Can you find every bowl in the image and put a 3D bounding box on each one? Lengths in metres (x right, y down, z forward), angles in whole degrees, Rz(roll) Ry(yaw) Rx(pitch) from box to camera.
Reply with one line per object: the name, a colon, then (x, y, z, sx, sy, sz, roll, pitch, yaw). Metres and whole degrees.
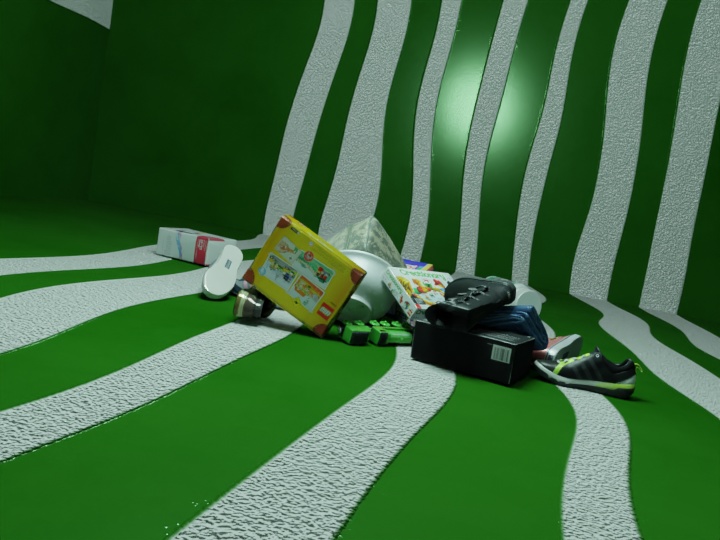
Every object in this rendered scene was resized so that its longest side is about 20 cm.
bowl: (-0.013, 0.056, 1.620, 0.197, 0.091, 0.203, 9, -39, 7)

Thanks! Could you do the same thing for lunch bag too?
lunch bag: (0.000, 0.000, 1.732, 0.165, 0.141, 0.201, -18, -52, 28)

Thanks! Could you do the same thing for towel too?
towel: (0.274, 0.124, 1.496, 0.198, 0.049, 0.112, -8, -51, 41)

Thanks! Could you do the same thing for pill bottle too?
pill bottle: (0.436, 0.088, 2.175, 0.111, 0.116, 0.199, 7, 6, -25)

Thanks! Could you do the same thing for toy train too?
toy train: (0.041, 0.127, 1.484, 0.197, 0.043, 0.056, 6, 17, -38)

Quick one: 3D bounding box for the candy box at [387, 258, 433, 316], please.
candy box: (0.068, 0.035, 1.933, 0.197, 0.078, 0.168, 14, 34, 34)

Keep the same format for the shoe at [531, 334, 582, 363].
shoe: (0.402, 0.164, 1.574, 0.090, 0.073, 0.199, 20, 15, 32)

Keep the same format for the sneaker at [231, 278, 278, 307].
sneaker: (-0.229, 0.030, 1.727, 0.197, 0.084, 0.070, 13, 8, 32)

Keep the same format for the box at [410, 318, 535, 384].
box: (0.213, 0.146, 1.400, 0.197, 0.081, 0.140, 12, 8, 27)

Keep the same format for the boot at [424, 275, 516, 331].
boot: (0.185, 0.067, 1.411, 0.163, 0.067, 0.199, -8, 11, 40)

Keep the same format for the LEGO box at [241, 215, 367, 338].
LEGO box: (-0.108, 0.009, 1.458, 0.199, 0.150, 0.077, 36, 8, 3)

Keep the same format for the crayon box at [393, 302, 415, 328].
crayon box: (0.203, 0.120, 1.727, 0.170, 0.060, 0.199, 6, 7, -33)

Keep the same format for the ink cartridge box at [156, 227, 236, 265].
ink cartridge box: (-0.498, -0.072, 2.246, 0.197, 0.087, 0.147, 14, 7, 25)

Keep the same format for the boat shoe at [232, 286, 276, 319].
boat shoe: (-0.204, 0.067, 1.516, 0.065, 0.073, 0.201, 21, 7, 6)

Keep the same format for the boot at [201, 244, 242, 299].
boot: (-0.332, 0.026, 1.717, 0.072, 0.091, 0.201, 36, 29, -9)

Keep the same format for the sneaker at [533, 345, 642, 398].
sneaker: (0.431, 0.181, 1.410, 0.196, 0.085, 0.072, 11, 5, 10)

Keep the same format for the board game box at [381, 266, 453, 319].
board game box: (0.150, 0.053, 1.586, 0.198, 0.035, 0.127, 6, 38, -43)
